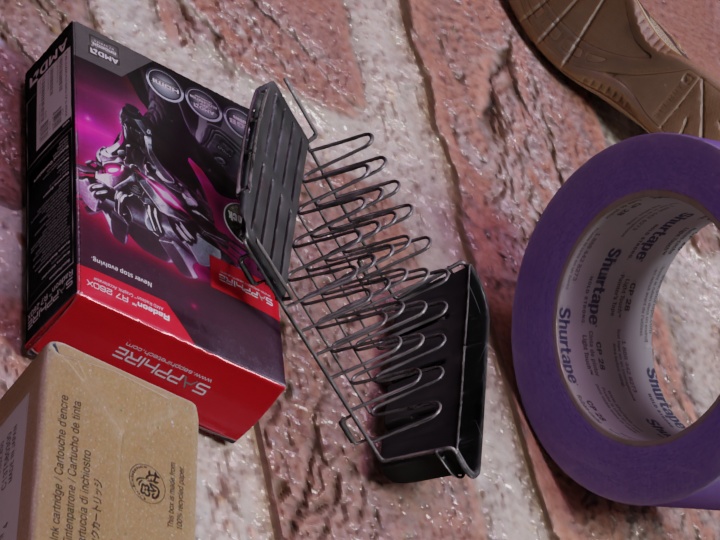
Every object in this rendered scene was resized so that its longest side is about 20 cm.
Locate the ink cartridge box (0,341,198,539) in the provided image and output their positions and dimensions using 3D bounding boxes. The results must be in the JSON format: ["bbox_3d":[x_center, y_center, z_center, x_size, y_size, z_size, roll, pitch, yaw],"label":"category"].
[{"bbox_3d":[-0.134,0.154,1.107,0.075,0.165,0.200,26,36,-24],"label":"ink cartridge box"}]

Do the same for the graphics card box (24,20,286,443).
[{"bbox_3d":[-0.104,-0.022,1.446,0.125,0.051,0.200,26,36,-28],"label":"graphics card box"}]

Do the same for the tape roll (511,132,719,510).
[{"bbox_3d":[0.181,0.029,1.572,0.085,0.200,0.200,7,49,-44],"label":"tape roll"}]

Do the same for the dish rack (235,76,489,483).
[{"bbox_3d":[0.000,0.000,1.474,0.200,0.054,0.154,59,22,-32],"label":"dish rack"}]

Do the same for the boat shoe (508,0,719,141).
[{"bbox_3d":[0.172,-0.137,1.887,0.200,0.072,0.072,41,0,13],"label":"boat shoe"}]
